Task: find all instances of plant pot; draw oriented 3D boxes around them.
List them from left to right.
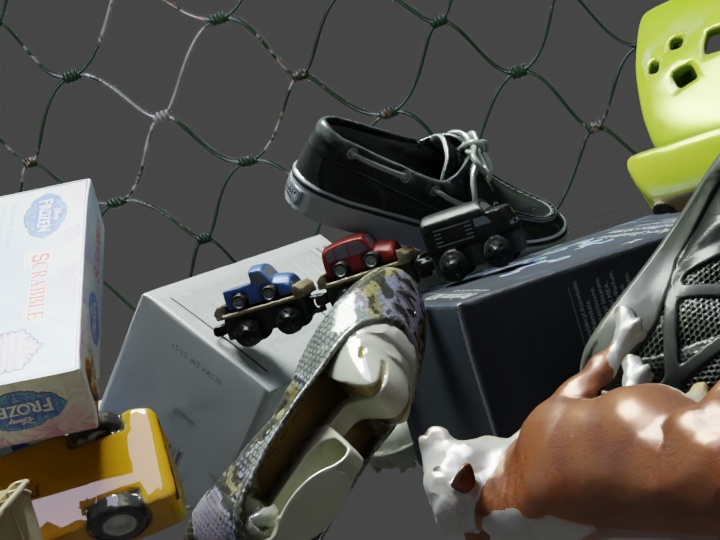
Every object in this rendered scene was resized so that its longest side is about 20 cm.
[{"bbox_3d":[0.302,-0.079,1.084,0.200,0.199,0.182,-15,38,37],"label":"plant pot"}]

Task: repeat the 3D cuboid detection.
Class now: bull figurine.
[{"bbox_3d":[0.115,0.073,0.692,0.200,0.065,0.121,-2,46,49],"label":"bull figurine"}]

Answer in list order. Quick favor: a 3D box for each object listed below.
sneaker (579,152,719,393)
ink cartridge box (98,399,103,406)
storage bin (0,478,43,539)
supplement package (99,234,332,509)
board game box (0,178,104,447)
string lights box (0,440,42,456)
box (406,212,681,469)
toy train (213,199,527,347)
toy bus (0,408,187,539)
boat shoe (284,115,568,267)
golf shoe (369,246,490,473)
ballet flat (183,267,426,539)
[{"bbox_3d":[0.210,0.005,0.817,0.200,0.114,0.076,-55,-27,-11],"label":"sneaker"},{"bbox_3d":[-0.196,0.139,1.264,0.200,0.068,0.116,-20,5,-27],"label":"ink cartridge box"},{"bbox_3d":[-0.231,0.172,0.675,0.200,0.094,0.199,-17,3,-3],"label":"storage bin"},{"bbox_3d":[-0.060,0.066,1.078,0.200,0.114,0.110,-20,-40,-55],"label":"supplement package"},{"bbox_3d":[-0.242,0.032,0.879,0.199,0.041,0.200,-11,33,0],"label":"board game box"},{"bbox_3d":[-0.242,0.098,1.002,0.103,0.200,0.059,-17,3,-8],"label":"string lights box"},{"bbox_3d":[0.132,0.040,0.932,0.200,0.107,0.148,-18,4,-17],"label":"box"},{"bbox_3d":[0.000,0.000,0.948,0.200,0.046,0.034,-18,4,17],"label":"toy train"},{"bbox_3d":[-0.186,0.143,0.827,0.200,0.078,0.065,-20,48,-3],"label":"toy bus"},{"bbox_3d":[0.052,-0.055,0.995,0.199,0.068,0.074,13,28,-24],"label":"boat shoe"},{"bbox_3d":[0.034,0.034,1.037,0.078,0.097,0.200,-12,40,38],"label":"golf shoe"},{"bbox_3d":[-0.010,0.081,0.817,0.200,0.072,0.072,-55,21,-23],"label":"ballet flat"}]
